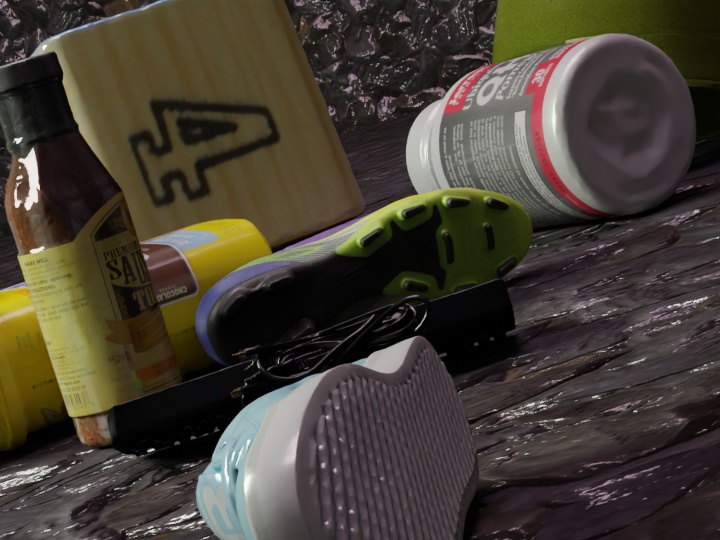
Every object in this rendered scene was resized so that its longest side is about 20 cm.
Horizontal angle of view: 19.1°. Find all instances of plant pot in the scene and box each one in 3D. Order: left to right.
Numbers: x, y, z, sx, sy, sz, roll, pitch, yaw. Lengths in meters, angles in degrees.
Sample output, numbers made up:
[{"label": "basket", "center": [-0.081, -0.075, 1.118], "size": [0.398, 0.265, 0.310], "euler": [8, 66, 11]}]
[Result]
[{"label": "plant pot", "center": [0.179, -0.199, 1.537], "size": [0.198, 0.195, 0.200], "euler": [-4, -10, -1]}]

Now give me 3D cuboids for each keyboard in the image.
[{"label": "keyboard", "center": [-0.021, 0.057, 0.992], "size": [0.198, 0.040, 0.104], "euler": [-19, -17, 2]}]

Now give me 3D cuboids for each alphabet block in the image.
[{"label": "alphabet block", "center": [-0.140, -0.089, 1.640], "size": [0.195, 0.202, 0.195], "euler": [-21, -1, -20]}]

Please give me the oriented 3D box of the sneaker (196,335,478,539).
[{"label": "sneaker", "center": [-0.016, 0.072, 0.664], "size": [0.081, 0.074, 0.200], "euler": [-26, -3, 12]}]

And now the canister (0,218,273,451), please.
[{"label": "canister", "center": [-0.158, 0.036, 1.263], "size": [0.199, 0.087, 0.148], "euler": [-20, 7, -25]}]

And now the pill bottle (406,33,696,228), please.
[{"label": "pill bottle", "center": [0.114, -0.083, 1.377], "size": [0.110, 0.112, 0.199], "euler": [-22, 7, -30]}]

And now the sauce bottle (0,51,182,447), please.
[{"label": "sauce bottle", "center": [-0.146, -0.012, 1.111], "size": [0.065, 0.202, 0.066], "euler": [-17, 8, 2]}]

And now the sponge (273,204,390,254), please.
[{"label": "sponge", "center": [0.001, -0.018, 1.518], "size": [0.199, 0.030, 0.111], "euler": [-24, 8, -42]}]

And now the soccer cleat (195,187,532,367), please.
[{"label": "soccer cleat", "center": [-0.001, -0.001, 1.206], "size": [0.199, 0.065, 0.084], "euler": [-21, 10, -12]}]
